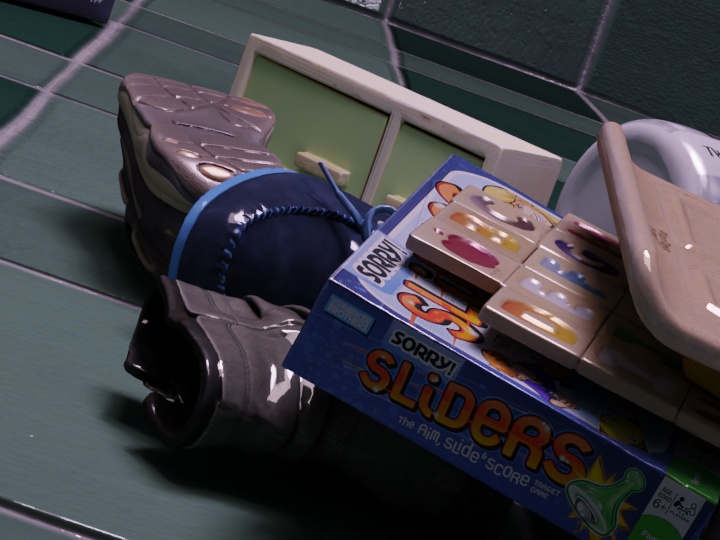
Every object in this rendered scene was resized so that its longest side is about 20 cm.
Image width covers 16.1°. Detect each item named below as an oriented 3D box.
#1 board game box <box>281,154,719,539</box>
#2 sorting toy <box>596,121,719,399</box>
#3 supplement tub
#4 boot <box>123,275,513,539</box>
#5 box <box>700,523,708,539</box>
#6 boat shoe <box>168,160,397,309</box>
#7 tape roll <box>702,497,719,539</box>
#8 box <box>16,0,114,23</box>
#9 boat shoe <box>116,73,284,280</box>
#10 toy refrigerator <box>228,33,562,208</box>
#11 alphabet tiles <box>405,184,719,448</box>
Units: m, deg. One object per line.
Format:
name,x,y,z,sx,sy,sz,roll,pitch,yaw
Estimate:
board game box,0.062,0.026,0.850,0.135,0.034,0.200,29,18,4
sorting toy,0.162,0.031,0.836,0.200,0.037,0.185,29,16,-7
supplement tub,0.212,-0.004,1.387,0.200,0.123,0.123,12,12,-35
boot,-0.018,0.026,0.898,0.130,0.068,0.200,20,11,-13
box,0.230,0.118,0.963,0.200,0.046,0.159,21,10,5
boat shoe,0.000,0.000,1.048,0.069,0.084,0.200,25,13,30
tape roll,0.197,0.125,0.785,0.202,0.071,0.202,20,9,-3
box,-0.263,-0.309,1.894,0.200,0.197,0.124,11,12,-42
boat shoe,-0.079,-0.037,1.125,0.074,0.073,0.200,15,14,-8
toy refrigerator,0.011,-0.067,1.469,0.200,0.076,0.070,28,12,35
alphabet tiles,0.113,0.027,0.834,0.200,0.006,0.166,28,17,7
